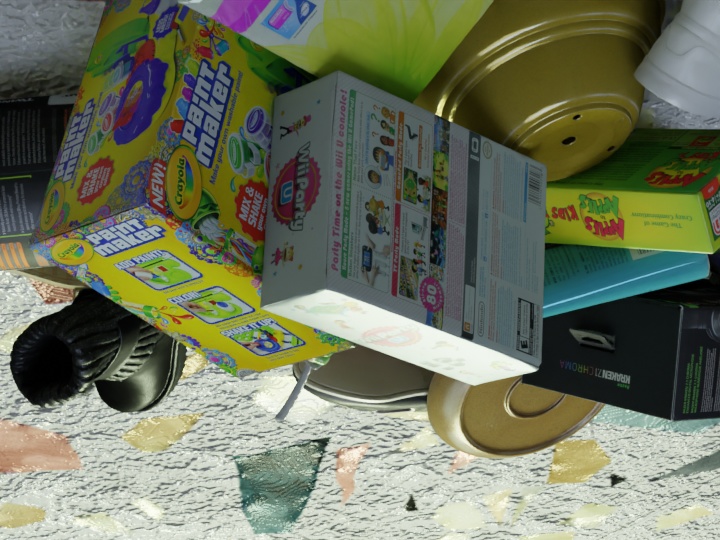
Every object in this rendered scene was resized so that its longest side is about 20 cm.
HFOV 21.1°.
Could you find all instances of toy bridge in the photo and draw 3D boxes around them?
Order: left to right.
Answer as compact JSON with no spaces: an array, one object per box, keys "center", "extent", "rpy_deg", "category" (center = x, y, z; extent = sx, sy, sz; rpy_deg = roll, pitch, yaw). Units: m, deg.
[{"center":[-0.309,0.005,1.570],"extent":[0.199,0.027,0.067],"rpy_deg":[0,148,-11],"category":"toy bridge"}]

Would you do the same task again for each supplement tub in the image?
[{"center":[-0.248,-0.061,1.381],"extent":[0.199,0.123,0.123],"rpy_deg":[-5,149,-1],"category":"supplement tub"}]

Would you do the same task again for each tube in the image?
[{"center":[0.148,0.005,1.394],"extent":[0.199,0.077,0.051],"rpy_deg":[-14,112,0],"category":"tube"}]

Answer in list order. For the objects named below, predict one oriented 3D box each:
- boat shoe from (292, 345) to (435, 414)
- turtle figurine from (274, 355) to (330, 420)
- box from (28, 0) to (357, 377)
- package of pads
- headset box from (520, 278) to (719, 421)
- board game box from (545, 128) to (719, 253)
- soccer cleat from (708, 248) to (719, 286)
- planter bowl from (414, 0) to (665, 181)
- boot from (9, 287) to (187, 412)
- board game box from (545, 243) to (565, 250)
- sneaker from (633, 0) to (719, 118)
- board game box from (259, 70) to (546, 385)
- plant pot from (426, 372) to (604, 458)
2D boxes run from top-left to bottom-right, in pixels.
[{"center":[0.030,0.104,1.754],"extent":[0.199,0.067,0.057],"rpy_deg":[2,143,-19],"category":"boat shoe"},{"center":[0.000,0.000,1.486],"extent":[0.144,0.201,0.194],"rpy_deg":[-33,-160,-34],"category":"turtle figurine"},{"center":[-0.088,-0.067,1.281],"extent":[0.122,0.201,0.192],"rpy_deg":[-16,141,42],"category":"box"},{"center":[-0.005,-0.200,1.205],"extent":[0.200,0.068,0.155],"rpy_deg":[25,112,-41],"category":"package of pads"},{"center":[0.252,0.060,1.578],"extent":[0.199,0.093,0.174],"rpy_deg":[-1,-172,-37],"category":"headset box"},{"center":[0.192,-0.061,1.396],"extent":[0.200,0.102,0.048],"rpy_deg":[5,122,45],"category":"board game box"},{"center":[0.268,-0.063,1.545],"extent":[0.084,0.065,0.200],"rpy_deg":[-43,136,6],"category":"soccer cleat"},{"center":[0.133,-0.119,1.350],"extent":[0.200,0.084,0.201],"rpy_deg":[-16,155,-8],"category":"planter bowl"},{"center":[-0.215,0.074,1.577],"extent":[0.158,0.079,0.211],"rpy_deg":[-39,162,-40],"category":"boot"},{"center":[0.154,-0.013,1.527],"extent":[0.135,0.028,0.200],"rpy_deg":[-12,178,4],"category":"board game box"},{"center":[0.274,-0.165,1.347],"extent":[0.200,0.074,0.116],"rpy_deg":[-4,127,-58],"category":"sneaker"},{"center":[0.033,-0.024,1.255],"extent":[0.064,0.148,0.200],"rpy_deg":[-17,152,42],"category":"board game box"},{"center":[0.156,0.103,1.745],"extent":[0.199,0.028,0.200],"rpy_deg":[-14,136,-14],"category":"plant pot"}]
